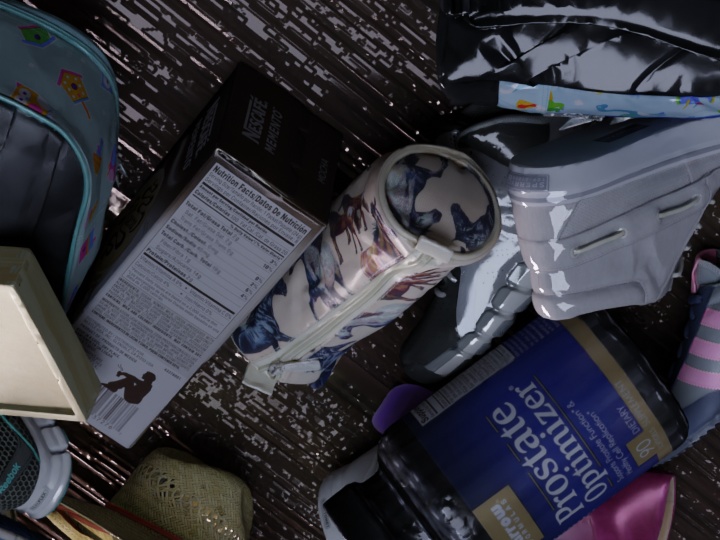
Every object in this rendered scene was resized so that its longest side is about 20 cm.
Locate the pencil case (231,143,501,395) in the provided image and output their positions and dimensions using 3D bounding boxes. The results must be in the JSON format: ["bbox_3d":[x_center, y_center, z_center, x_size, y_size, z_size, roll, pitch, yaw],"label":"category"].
[{"bbox_3d":[0.000,0.000,1.357,0.078,0.089,0.200,22,145,-23],"label":"pencil case"}]

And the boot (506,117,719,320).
[{"bbox_3d":[0.164,-0.037,1.314,0.200,0.074,0.096,-19,110,-32],"label":"boot"}]

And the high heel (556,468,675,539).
[{"bbox_3d":[0.194,0.204,1.501,0.096,0.067,0.200,-15,116,33],"label":"high heel"}]

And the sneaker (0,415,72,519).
[{"bbox_3d":[-0.257,0.068,1.416,0.200,0.091,0.078,47,117,24],"label":"sneaker"}]

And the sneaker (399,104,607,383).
[{"bbox_3d":[0.067,-0.034,1.387,0.115,0.075,0.200,41,106,-12],"label":"sneaker"}]

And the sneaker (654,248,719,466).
[{"bbox_3d":[0.219,0.032,1.418,0.082,0.070,0.200,42,116,3],"label":"sneaker"}]

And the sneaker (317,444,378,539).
[{"bbox_3d":[0.038,0.188,1.446,0.100,0.200,0.075,-40,146,29],"label":"sneaker"}]

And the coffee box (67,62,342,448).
[{"bbox_3d":[-0.103,-0.008,1.387,0.080,0.113,0.200,35,117,-14],"label":"coffee box"}]

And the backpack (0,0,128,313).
[{"bbox_3d":[-0.220,-0.070,1.329,0.176,0.153,0.200,20,142,-1],"label":"backpack"}]

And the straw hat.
[{"bbox_3d":[-0.113,0.160,1.499,0.201,0.201,0.085,38,74,-16],"label":"straw hat"}]

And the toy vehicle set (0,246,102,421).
[{"bbox_3d":[-0.257,0.031,1.321,0.200,0.027,0.124,4,142,19],"label":"toy vehicle set"}]

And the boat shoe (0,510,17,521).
[{"bbox_3d":[-0.256,0.153,1.519,0.071,0.064,0.200,-13,97,-15],"label":"boat shoe"}]

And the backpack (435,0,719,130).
[{"bbox_3d":[0.153,-0.151,1.261,0.200,0.154,0.163,3,81,14],"label":"backpack"}]

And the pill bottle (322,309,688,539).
[{"bbox_3d":[0.082,0.112,1.380,0.200,0.112,0.112,-37,113,-3],"label":"pill bottle"}]

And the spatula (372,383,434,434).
[{"bbox_3d":[0.106,0.121,1.496,0.200,0.021,0.057,20,135,-10],"label":"spatula"}]

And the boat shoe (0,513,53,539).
[{"bbox_3d":[-0.213,0.195,1.446,0.200,0.072,0.072,34,84,-40],"label":"boat shoe"}]
